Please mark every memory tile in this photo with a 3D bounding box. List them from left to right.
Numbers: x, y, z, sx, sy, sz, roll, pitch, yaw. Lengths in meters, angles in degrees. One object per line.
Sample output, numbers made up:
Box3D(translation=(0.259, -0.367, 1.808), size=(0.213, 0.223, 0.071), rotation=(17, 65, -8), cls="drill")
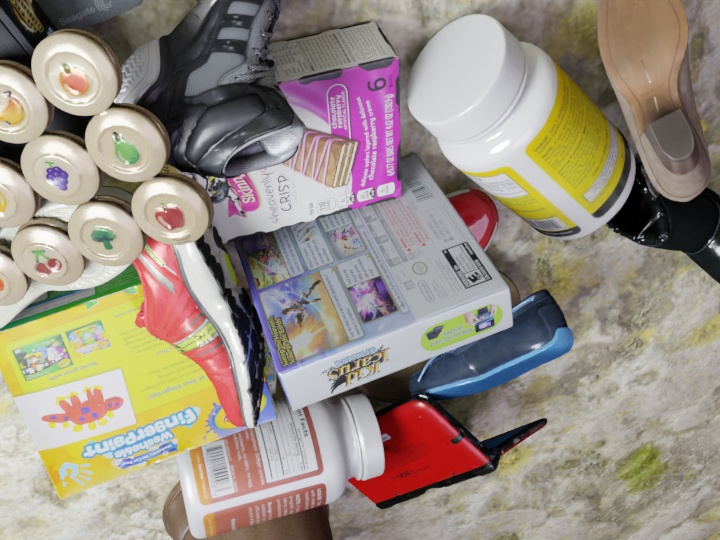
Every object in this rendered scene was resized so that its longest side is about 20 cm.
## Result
Box3D(translation=(-0.205, -0.054, 0.543), size=(0.198, 0.017, 0.154), rotation=(-17, 125, 19), cls="memory tile")

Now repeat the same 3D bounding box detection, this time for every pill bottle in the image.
Box3D(translation=(-0.081, 0.187, 0.875), size=(0.197, 0.113, 0.113), rotation=(-11, 134, -14), cls="pill bottle")
Box3D(translation=(0.135, -0.115, 0.728), size=(0.114, 0.115, 0.199), rotation=(-44, 134, 18), cls="pill bottle")

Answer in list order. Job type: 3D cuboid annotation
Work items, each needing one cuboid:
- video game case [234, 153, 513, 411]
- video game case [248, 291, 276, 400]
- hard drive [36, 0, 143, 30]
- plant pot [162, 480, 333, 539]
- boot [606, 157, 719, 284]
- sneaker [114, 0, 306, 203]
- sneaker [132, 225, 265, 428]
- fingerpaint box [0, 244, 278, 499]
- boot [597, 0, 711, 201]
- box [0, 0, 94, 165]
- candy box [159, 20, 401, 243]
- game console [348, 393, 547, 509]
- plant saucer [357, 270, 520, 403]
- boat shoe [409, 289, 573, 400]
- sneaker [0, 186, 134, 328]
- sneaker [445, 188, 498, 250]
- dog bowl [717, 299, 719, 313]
Box3D(translation=(0.000, 0.000, 0.708), size=(0.179, 0.201, 0.046), rotation=(-19, 131, -6), cls="video game case")
Box3D(translation=(-0.178, 0.104, 0.852), size=(0.197, 0.023, 0.184), rotation=(-9, 133, -16), cls="video game case")
Box3D(translation=(-0.234, -0.224, 0.517), size=(0.138, 0.033, 0.201), rotation=(-24, 136, -3), cls="hard drive")
Box3D(translation=(-0.104, 0.334, 0.971), size=(0.198, 0.199, 0.202), rotation=(-13, 135, -14), cls="plant pot")
Box3D(translation=(0.322, -0.033, 0.837), size=(0.161, 0.199, 0.074), rotation=(8, 126, -38), cls="boot")
Box3D(translation=(-0.069, -0.139, 0.577), size=(0.201, 0.113, 0.076), rotation=(-53, 173, -8), cls="sneaker")
Box3D(translation=(-0.131, 0.038, 0.684), size=(0.084, 0.077, 0.202), rotation=(-15, 114, 9), cls="sneaker")
Box3D(translation=(-0.190, 0.077, 0.751), size=(0.198, 0.073, 0.169), rotation=(-20, 117, -11), cls="fingerpaint box")
Box3D(translation=(0.252, -0.157, 0.758), size=(0.069, 0.203, 0.146), rotation=(-14, 175, 18), cls="boot")
Box3D(translation=(-0.281, -0.114, 0.545), size=(0.197, 0.050, 0.199), rotation=(-15, 140, 11), cls="box")
Box3D(translation=(-0.068, -0.102, 0.685), size=(0.197, 0.061, 0.137), rotation=(-15, 135, -10), cls="candy box")
Box3D(translation=(0.079, 0.187, 0.998), size=(0.172, 0.119, 0.199), rotation=(42, 135, -14), cls="game console")
Box3D(translation=(0.075, 0.063, 0.926), size=(0.197, 0.030, 0.202), rotation=(-12, 134, -13), cls="plant saucer")
Box3D(translation=(0.129, 0.080, 0.892), size=(0.199, 0.070, 0.084), rotation=(-28, 156, 34), cls="boat shoe")
Box3D(translation=(-0.223, -0.028, 0.637), size=(0.198, 0.085, 0.075), rotation=(-19, 124, 28), cls="sneaker")
Box3D(translation=(0.039, 0.005, 0.784), size=(0.200, 0.116, 0.079), rotation=(-41, 89, 14), cls="sneaker")
Box3D(translation=(0.475, -0.009, 0.930), size=(0.201, 0.078, 0.200), rotation=(-51, 169, -13), cls="dog bowl")
